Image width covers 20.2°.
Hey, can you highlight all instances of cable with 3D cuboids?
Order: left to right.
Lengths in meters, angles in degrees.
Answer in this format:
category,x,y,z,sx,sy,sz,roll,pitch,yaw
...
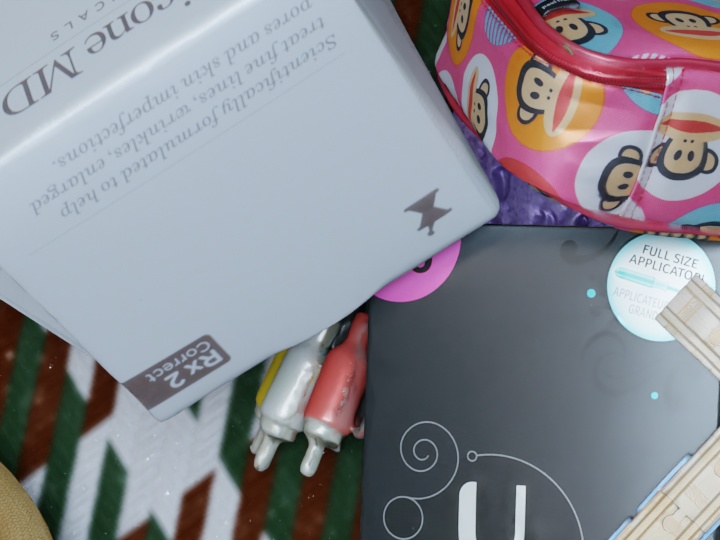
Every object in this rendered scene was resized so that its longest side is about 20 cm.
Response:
category,x,y,z,sx,sy,sz,roll,pitch,yaw
cable,0.000,0.000,0.929,0.050,0.097,0.202,16,88,-26

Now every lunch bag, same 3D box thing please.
category,x,y,z,sx,sy,sz,roll,pitch,yaw
lunch bag,0.133,-0.080,0.813,0.198,0.176,0.083,5,115,-18

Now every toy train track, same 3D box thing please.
category,x,y,z,sx,sy,sz,roll,pitch,yaw
toy train track,0.130,0.081,0.756,0.115,0.033,0.200,43,97,9

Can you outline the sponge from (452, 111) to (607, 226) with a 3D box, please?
category,x,y,z,sx,sy,sz,roll,pitch,yaw
sponge,0.136,-0.043,0.925,0.198,0.030,0.113,12,84,16

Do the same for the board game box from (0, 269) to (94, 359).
category,x,y,z,sx,sy,sz,roll,pitch,yaw
board game box,-0.137,-0.087,0.947,0.199,0.026,0.201,30,89,16

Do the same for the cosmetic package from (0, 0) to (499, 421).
category,x,y,z,sx,sy,sz,roll,pitch,yaw
cosmetic package,-0.075,-0.088,0.798,0.164,0.165,0.201,-32,48,7

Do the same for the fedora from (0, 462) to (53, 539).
category,x,y,z,sx,sy,sz,roll,pitch,yaw
fedora,-0.209,0.174,0.953,0.198,0.082,0.203,-5,74,18

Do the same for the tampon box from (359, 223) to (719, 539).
category,x,y,z,sx,sy,sz,roll,pitch,yaw
tampon box,0.086,0.082,0.850,0.148,0.126,0.202,1,89,16
